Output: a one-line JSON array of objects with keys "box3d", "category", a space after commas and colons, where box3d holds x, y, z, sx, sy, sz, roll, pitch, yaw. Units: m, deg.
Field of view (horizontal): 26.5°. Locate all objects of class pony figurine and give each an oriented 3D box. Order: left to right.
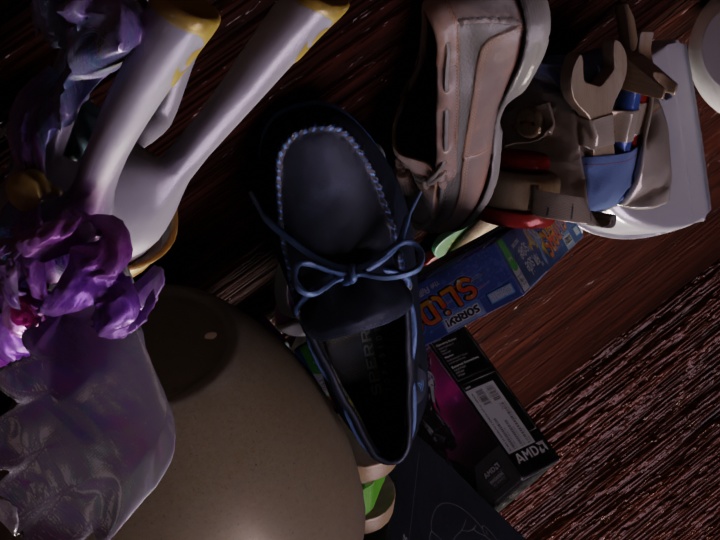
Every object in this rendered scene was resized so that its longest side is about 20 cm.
[{"box3d": [-0.100, -0.013, 0.517, 0.200, 0.166, 0.193, -60, 167, 21], "category": "pony figurine"}]

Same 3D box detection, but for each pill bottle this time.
[{"box3d": [0.315, -0.164, 1.164, 0.111, 0.111, 0.200, -43, 167, 21], "category": "pill bottle"}]

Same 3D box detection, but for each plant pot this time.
[{"box3d": [-0.100, 0.087, 0.787, 0.200, 0.200, 0.135, -31, 137, -29], "category": "plant pot"}]

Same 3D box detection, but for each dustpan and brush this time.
[{"box3d": [0.156, -0.073, 1.067, 0.200, 0.140, 0.057, -23, -162, -38], "category": "dustpan and brush"}]

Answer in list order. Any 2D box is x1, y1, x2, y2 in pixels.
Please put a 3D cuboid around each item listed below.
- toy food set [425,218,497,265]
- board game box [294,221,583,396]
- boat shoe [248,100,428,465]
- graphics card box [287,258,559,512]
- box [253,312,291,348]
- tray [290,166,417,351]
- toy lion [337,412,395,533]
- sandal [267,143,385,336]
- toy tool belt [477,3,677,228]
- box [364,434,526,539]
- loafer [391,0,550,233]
[{"box3d": [0.131, -0.056, 1.180, 0.200, 0.049, 0.198, -23, 160, -51], "category": "toy food set"}, {"box3d": [0.054, 0.011, 0.926, 0.135, 0.034, 0.200, -29, -179, 21], "category": "board game box"}, {"box3d": [0.004, 0.010, 0.770, 0.084, 0.200, 0.069, -20, -148, 4], "category": "boat shoe"}, {"box3d": [0.038, 0.092, 1.096, 0.051, 0.200, 0.125, -18, 158, -47], "category": "graphics card box"}, {"box3d": [-0.117, 0.136, 1.055, 0.200, 0.039, 0.137, -36, 138, -10], "category": "box"}, {"box3d": [0.000, 0.000, 0.980, 0.107, 0.022, 0.200, -41, 163, -47], "category": "tray"}, {"box3d": [-0.085, 0.130, 0.882, 0.200, 0.192, 0.069, -63, 162, -45], "category": "toy lion"}, {"box3d": [-0.031, -0.009, 0.877, 0.050, 0.083, 0.203, 12, 154, -10], "category": "sandal"}, {"box3d": [0.126, -0.099, 0.925, 0.200, 0.125, 0.123, -19, 116, -61], "category": "toy tool belt"}, {"box3d": [0.025, 0.240, 0.983, 0.124, 0.197, 0.200, -22, -142, 29], "category": "box"}, {"box3d": [0.041, -0.085, 0.809, 0.063, 0.072, 0.200, -15, 152, -21], "category": "loafer"}]
